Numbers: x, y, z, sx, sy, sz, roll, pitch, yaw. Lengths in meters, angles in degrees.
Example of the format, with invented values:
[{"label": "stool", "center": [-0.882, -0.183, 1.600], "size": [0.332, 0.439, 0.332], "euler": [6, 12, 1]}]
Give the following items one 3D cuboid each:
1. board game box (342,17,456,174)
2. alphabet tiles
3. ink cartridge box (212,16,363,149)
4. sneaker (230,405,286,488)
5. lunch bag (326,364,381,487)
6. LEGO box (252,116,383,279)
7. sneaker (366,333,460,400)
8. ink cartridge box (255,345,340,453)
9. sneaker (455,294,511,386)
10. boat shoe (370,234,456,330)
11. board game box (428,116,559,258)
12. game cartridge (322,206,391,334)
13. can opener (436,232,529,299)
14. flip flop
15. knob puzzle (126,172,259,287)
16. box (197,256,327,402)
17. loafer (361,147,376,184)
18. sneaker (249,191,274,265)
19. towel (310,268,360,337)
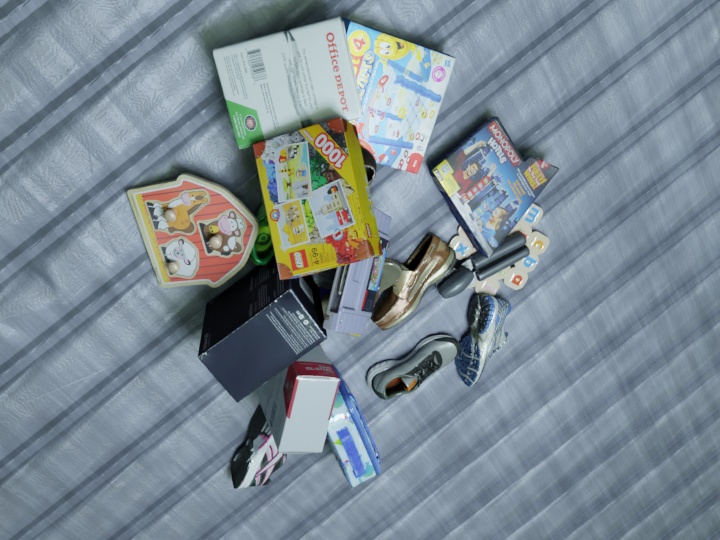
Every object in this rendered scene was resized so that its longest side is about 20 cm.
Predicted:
[{"label": "board game box", "center": [0.033, -0.281, 1.205], "size": [0.192, 0.056, 0.204], "euler": [10, 109, -23]}, {"label": "alphabet tiles", "center": [0.264, -0.049, 1.411], "size": [0.193, 0.015, 0.203], "euler": [24, 103, -24]}, {"label": "ink cartridge box", "center": [-0.103, -0.282, 1.103], "size": [0.195, 0.083, 0.150], "euler": [-11, 108, 5]}, {"label": "sneaker", "center": [-0.172, 0.330, 1.405], "size": [0.085, 0.081, 0.202], "euler": [17, 115, -37]}, {"label": "lunch bag", "center": [-0.032, 0.291, 1.377], "size": [0.081, 0.161, 0.203], "euler": [-24, 118, -6]}, {"label": "LEGO box", "center": [-0.063, -0.103, 1.090], "size": [0.146, 0.077, 0.205], "euler": [-13, 87, 17]}, {"label": "sneaker", "center": [0.111, 0.195, 1.431], "size": [0.197, 0.079, 0.075], "euler": [-27, 117, -7]}, {"label": "ink cartridge box", "center": [-0.116, 0.196, 1.284], "size": [0.081, 0.200, 0.149], "euler": [6, 112, -23]}, {"label": "sneaker", "center": [0.252, 0.143, 1.460], "size": [0.083, 0.077, 0.204], "euler": [-2, 120, -30]}, {"label": "boat shoe", "center": [0.087, 0.017, 1.352], "size": [0.200, 0.076, 0.074], "euler": [-48, 114, -3]}, {"label": "board game box", "center": [0.246, -0.165, 1.319], "size": [0.199, 0.062, 0.201], "euler": [-38, 111, -3]}, {"label": "game cartridge", "center": [0.000, 0.000, 1.180], "size": [0.129, 0.038, 0.205], "euler": [16, 88, -64]}, {"label": "can opener", "center": [0.232, -0.001, 1.376], "size": [0.197, 0.067, 0.054], "euler": [-27, 118, -3]}, {"label": "flip flop", "center": [-0.007, 0.050, 1.280], "size": [0.198, 0.058, 0.081], "euler": [-34, 139, 13]}, {"label": "knob puzzle", "center": [-0.258, -0.058, 1.177], "size": [0.214, 0.031, 0.224], "euler": [2, 118, 4]}, {"label": "box", "center": [-0.159, 0.081, 1.202], "size": [0.180, 0.201, 0.105], "euler": [-34, 112, 7]}, {"label": "loafer", "center": [-0.053, -0.115, 1.155], "size": [0.200, 0.071, 0.073], "euler": [-44, 111, 2]}, {"label": "sneaker", "center": [-0.136, -0.100, 1.211], "size": [0.072, 0.084, 0.204], "euler": [10, 109, -22]}, {"label": "towel", "center": [-0.059, 0.036, 1.333], "size": [0.197, 0.023, 0.146], "euler": [20, 106, -26]}]
